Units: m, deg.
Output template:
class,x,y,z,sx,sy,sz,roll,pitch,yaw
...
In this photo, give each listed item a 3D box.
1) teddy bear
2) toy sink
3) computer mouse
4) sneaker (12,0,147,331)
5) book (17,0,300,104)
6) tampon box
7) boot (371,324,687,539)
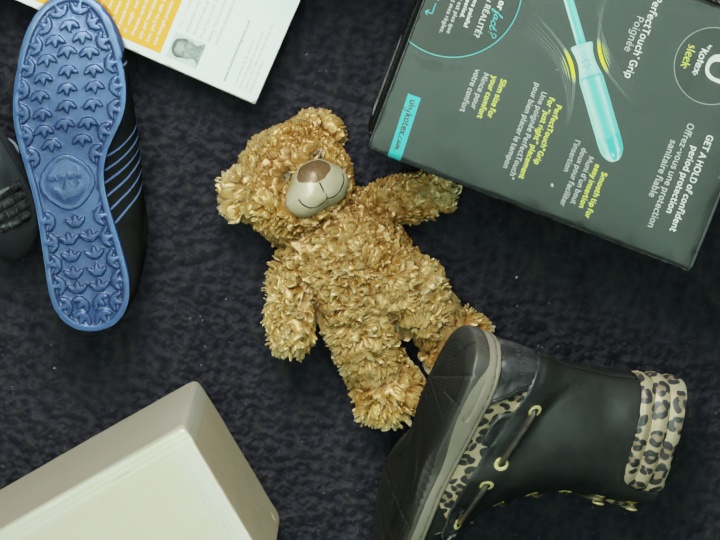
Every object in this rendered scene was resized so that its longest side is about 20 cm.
class,x,y,z,sx,sy,sz,roll,pitch,yaw
teddy bear,0.000,0.000,1.747,0.145,0.067,0.201,-16,99,1
toy sink,-0.158,0.172,1.747,0.200,0.130,0.112,-30,98,5
computer mouse,-0.217,-0.098,1.722,0.034,0.059,0.201,-11,117,-4
sneaker,-0.164,-0.067,1.730,0.070,0.078,0.201,-1,102,2
book,-0.127,-0.199,1.728,0.200,0.048,0.134,24,98,-5
tampon box,0.121,-0.110,1.696,0.199,0.126,0.150,21,99,-3
boot,0.097,0.123,1.755,0.150,0.073,0.200,8,125,-19
